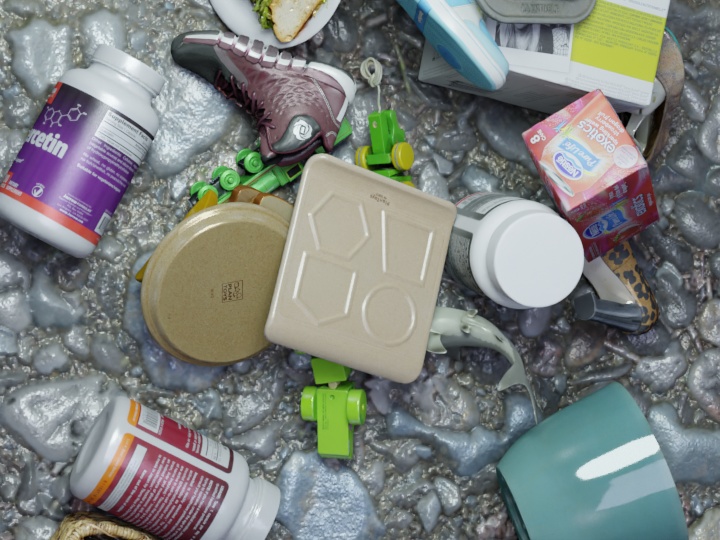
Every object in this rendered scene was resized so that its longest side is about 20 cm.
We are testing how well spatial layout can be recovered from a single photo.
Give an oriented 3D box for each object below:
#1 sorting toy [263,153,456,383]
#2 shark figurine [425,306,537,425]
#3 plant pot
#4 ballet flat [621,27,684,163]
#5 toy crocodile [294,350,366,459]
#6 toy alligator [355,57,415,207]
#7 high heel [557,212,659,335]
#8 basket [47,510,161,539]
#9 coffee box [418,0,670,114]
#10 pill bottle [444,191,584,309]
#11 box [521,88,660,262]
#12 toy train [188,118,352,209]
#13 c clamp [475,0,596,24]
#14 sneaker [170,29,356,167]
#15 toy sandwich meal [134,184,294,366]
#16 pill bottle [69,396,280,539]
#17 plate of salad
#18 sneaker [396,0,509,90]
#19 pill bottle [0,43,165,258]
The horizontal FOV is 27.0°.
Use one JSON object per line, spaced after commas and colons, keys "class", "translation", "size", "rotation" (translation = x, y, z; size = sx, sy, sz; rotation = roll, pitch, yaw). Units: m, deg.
{"class": "sorting toy", "translation": [0.000, 0.000, 1.571], "size": [0.184, 0.036, 0.201], "rotation": [19, 80, -25]}
{"class": "shark figurine", "translation": [0.112, 0.085, 1.641], "size": [0.128, 0.213, 0.090], "rotation": [-59, 151, -30]}
{"class": "plant pot", "translation": [0.243, 0.244, 1.645], "size": [0.160, 0.201, 0.202], "rotation": [-20, 98, -3]}
{"class": "ballet flat", "translation": [0.314, -0.183, 1.648], "size": [0.068, 0.200, 0.067], "rotation": [29, 64, 26]}
{"class": "toy crocodile", "translation": [-0.030, 0.107, 1.618], "size": [0.067, 0.062, 0.201], "rotation": [-2, 103, 15]}
{"class": "toy alligator", "translation": [0.032, -0.130, 1.632], "size": [0.054, 0.059, 0.202], "rotation": [-11, 98, -56]}
{"class": "high heel", "translation": [0.292, -0.027, 1.726], "size": [0.142, 0.071, 0.202], "rotation": [13, 70, -45]}
{"class": "basket", "translation": [-0.234, 0.343, 1.524], "size": [0.200, 0.149, 0.143], "rotation": [38, 82, -14]}
{"class": "coffee box", "translation": [0.197, -0.284, 1.596], "size": [0.199, 0.200, 0.199], "rotation": [11, 89, -16]}
{"class": "pill bottle", "translation": [0.160, -0.021, 1.592], "size": [0.113, 0.200, 0.115], "rotation": [-1, 97, -11]}
{"class": "box", "translation": [0.244, -0.095, 1.569], "size": [0.095, 0.200, 0.100], "rotation": [-30, 70, 6]}
{"class": "toy train", "translation": [-0.095, -0.114, 1.602], "size": [0.200, 0.042, 0.057], "rotation": [-37, 113, -12]}
{"class": "c clamp", "translation": [0.158, -0.319, 1.437], "size": [0.199, 0.027, 0.172], "rotation": [1, 85, -39]}
{"class": "sneaker", "translation": [-0.110, -0.171, 1.549], "size": [0.199, 0.076, 0.116], "rotation": [14, 76, 0]}
{"class": "toy sandwich meal", "translation": [-0.141, 0.003, 1.569], "size": [0.204, 0.070, 0.206], "rotation": [-11, 118, -21]}
{"class": "pill bottle", "translation": [-0.189, 0.220, 1.550], "size": [0.199, 0.113, 0.113], "rotation": [29, 84, -16]}
{"class": "plate of salad", "translation": [-0.096, -0.325, 1.521], "size": [0.048, 0.199, 0.202], "rotation": [-18, 100, -52]}
{"class": "sneaker", "translation": [0.105, -0.282, 1.445], "size": [0.130, 0.080, 0.200], "rotation": [-40, 92, -9]}
{"class": "pill bottle", "translation": [-0.277, -0.122, 1.507], "size": [0.112, 0.112, 0.201], "rotation": [29, 84, -16]}
